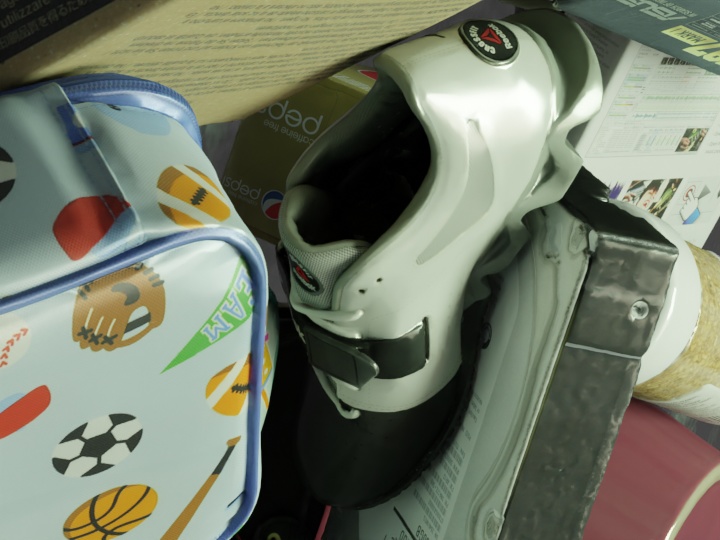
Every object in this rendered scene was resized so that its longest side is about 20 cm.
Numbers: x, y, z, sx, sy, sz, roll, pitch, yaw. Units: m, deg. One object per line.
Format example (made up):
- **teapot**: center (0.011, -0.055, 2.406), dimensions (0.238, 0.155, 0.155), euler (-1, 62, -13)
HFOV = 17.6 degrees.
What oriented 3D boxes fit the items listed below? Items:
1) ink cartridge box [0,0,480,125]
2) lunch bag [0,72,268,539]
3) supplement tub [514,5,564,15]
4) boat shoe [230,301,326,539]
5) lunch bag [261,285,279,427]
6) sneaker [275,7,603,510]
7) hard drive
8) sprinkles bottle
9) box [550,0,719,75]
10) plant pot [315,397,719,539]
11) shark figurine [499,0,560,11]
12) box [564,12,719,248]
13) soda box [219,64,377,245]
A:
- **ink cartridge box**: center (-0.030, -0.098, 0.631), dimensions (0.200, 0.164, 0.076), euler (-16, 84, -63)
- **lunch bag**: center (-0.121, 0.041, 0.573), dimensions (0.199, 0.076, 0.161), euler (-17, 145, -19)
- **supplement tub**: center (0.130, -0.140, 1.004), dimensions (0.123, 0.122, 0.201), euler (-46, 148, -42)
- **boat shoe**: center (-0.051, 0.112, 0.880), dimensions (0.203, 0.073, 0.063), euler (-69, -159, 7)
- **lunch bag**: center (-0.107, 0.073, 0.730), dimensions (0.160, 0.077, 0.201), euler (14, 97, -66)
- **sneaker**: center (0.000, 0.000, 0.768), dimensions (0.088, 0.074, 0.201), euler (-7, 132, -38)
- **hard drive**: center (0.041, 0.057, 0.827), dimensions (0.038, 0.140, 0.201), euler (10, 109, -21)
- **sprinkles bottle**: center (0.130, 0.024, 0.930), dimensions (0.200, 0.068, 0.069), euler (21, 92, -60)
- **box**: center (0.130, -0.148, 0.795), dimensions (0.199, 0.051, 0.159), euler (11, 69, -50)
- **plant pot**: center (0.056, 0.106, 0.993), dimensions (0.200, 0.178, 0.201), euler (-47, 150, -38)
- **shark figurine**: center (0.039, -0.174, 0.778), dimensions (0.215, 0.128, 0.089), euler (-64, 147, -12)
- **box**: center (0.114, -0.060, 0.918), dimensions (0.144, 0.036, 0.201), euler (-5, 129, -52)
- **soda box**: center (0.020, -0.040, 0.925), dimensions (0.200, 0.064, 0.068), euler (-2, 114, -65)
